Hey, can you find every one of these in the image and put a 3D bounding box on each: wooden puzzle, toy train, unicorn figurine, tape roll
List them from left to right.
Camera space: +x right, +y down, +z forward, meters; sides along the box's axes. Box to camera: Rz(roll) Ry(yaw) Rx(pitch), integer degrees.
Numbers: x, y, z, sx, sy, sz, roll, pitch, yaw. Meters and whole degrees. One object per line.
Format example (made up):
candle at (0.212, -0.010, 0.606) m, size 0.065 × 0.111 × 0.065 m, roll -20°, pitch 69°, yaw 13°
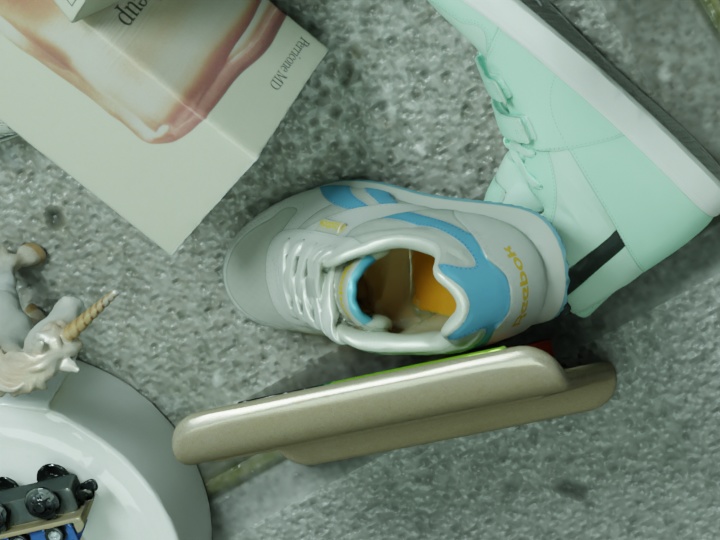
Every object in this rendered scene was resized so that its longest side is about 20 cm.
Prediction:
toy train at (-0.221, 0.141, 1.313) m, size 0.199 × 0.034 × 0.046 m, roll -15°, pitch 112°, yaw 15°
unicorn figurine at (-0.198, 0.020, 1.281) m, size 0.198 × 0.137 × 0.074 m, roll 0°, pitch 111°, yaw 8°
tape roll at (-0.181, 0.144, 1.365) m, size 0.201 × 0.071 × 0.204 m, roll 3°, pitch 112°, yaw 8°
wooden puzzle at (0.021, 0.061, 1.248) m, size 0.184 × 0.200 × 0.038 m, roll -12°, pitch 82°, yaw 12°

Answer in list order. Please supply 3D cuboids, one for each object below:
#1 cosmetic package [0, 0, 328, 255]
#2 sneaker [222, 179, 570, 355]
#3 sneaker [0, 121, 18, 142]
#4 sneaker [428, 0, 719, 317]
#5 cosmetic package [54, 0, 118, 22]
cosmetic package at (-0.128, -0.118, 1.227) m, size 0.200 × 0.104 × 0.087 m, roll 38°, pitch 132°, yaw -9°
sneaker at (0.000, 0.000, 1.243) m, size 0.199 × 0.081 × 0.077 m, roll -1°, pitch 102°, yaw 43°
sneaker at (-0.243, -0.086, 1.275) m, size 0.198 × 0.085 × 0.078 m, roll 0°, pitch 112°, yaw 8°
sneaker at (0.070, -0.062, 1.240) m, size 0.200 × 0.074 × 0.118 m, roll 42°, pitch 105°, yaw -12°
cosmetic package at (-0.145, -0.223, 1.152) m, size 0.200 × 0.071 × 0.105 m, roll 53°, pitch 138°, yaw 6°
